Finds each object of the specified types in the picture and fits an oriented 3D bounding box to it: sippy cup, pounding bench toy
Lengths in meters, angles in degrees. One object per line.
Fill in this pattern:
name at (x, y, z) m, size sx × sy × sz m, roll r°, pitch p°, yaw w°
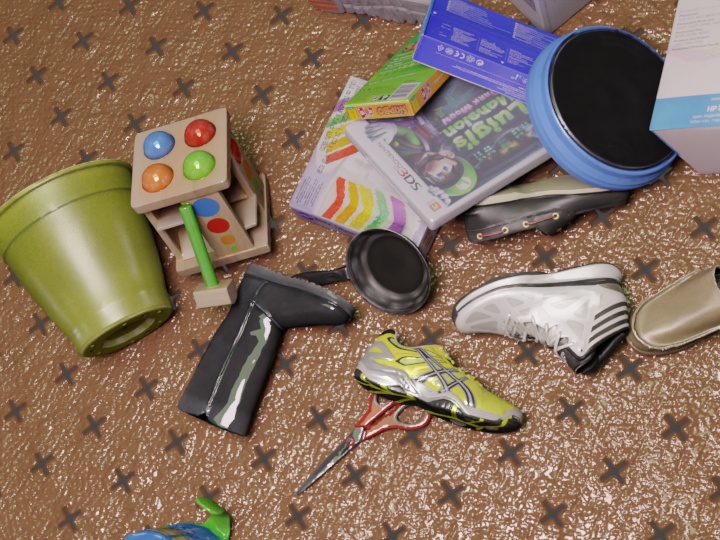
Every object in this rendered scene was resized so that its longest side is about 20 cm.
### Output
sippy cup at (-0.223, 0.350, 1.338) m, size 0.139 × 0.130 × 0.178 m, roll -5°, pitch 71°, yaw 14°
pounding bench toy at (-0.194, -0.072, 1.419) m, size 0.124 × 0.156 × 0.200 m, roll -15°, pitch 50°, yaw 11°

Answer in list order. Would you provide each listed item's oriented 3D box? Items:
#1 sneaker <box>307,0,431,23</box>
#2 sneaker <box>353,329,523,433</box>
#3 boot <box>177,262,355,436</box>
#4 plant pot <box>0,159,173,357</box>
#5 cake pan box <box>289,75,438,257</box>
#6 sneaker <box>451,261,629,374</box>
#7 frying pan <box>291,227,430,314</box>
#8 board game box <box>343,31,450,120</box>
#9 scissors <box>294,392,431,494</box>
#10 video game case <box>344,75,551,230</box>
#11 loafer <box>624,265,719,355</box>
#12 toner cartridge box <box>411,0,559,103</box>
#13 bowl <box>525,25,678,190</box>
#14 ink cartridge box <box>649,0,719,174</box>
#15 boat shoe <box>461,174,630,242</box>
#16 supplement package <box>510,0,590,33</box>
sneaker at (0.027, -0.392, 1.530) m, size 0.200 × 0.078 × 0.112 m, roll 14°, pitch 78°, yaw 20°
sneaker at (0.095, 0.127, 1.342) m, size 0.200 × 0.075 × 0.077 m, roll 21°, pitch 73°, yaw 10°
boot at (-0.113, 0.106, 1.415) m, size 0.165 × 0.066 × 0.200 m, roll 17°, pitch 72°, yaw 33°
plant pot at (-0.333, -0.003, 1.464) m, size 0.200 × 0.200 × 0.193 m, roll -30°, pitch 79°, yaw 5°
cake pan box at (0.034, -0.131, 1.461) m, size 0.184 × 0.052 × 0.200 m, roll 23°, pitch 79°, yaw 19°
sneaker at (0.205, 0.064, 1.323) m, size 0.200 × 0.076 × 0.116 m, roll -13°, pitch 55°, yaw 10°
frying pan at (0.011, 0.013, 1.425) m, size 0.190 × 0.031 × 0.115 m, roll -31°, pitch 97°, yaw 41°
board game box at (0.069, -0.246, 1.439) m, size 0.095 × 0.030 × 0.200 m, roll 1°, pitch 39°, yaw 37°
scissors at (-0.005, 0.190, 1.392) m, size 0.200 × 0.014 × 0.073 m, roll -30°, pitch 70°, yaw 6°
video game case at (0.112, -0.159, 1.395) m, size 0.200 × 0.023 × 0.182 m, roll -32°, pitch 59°, yaw -15°
loafer at (0.385, 0.030, 1.298) m, size 0.200 × 0.067 × 0.076 m, roll -27°, pitch 68°, yaw 6°
toner cartridge box at (0.168, -0.260, 1.406) m, size 0.200 × 0.043 × 0.095 m, roll 21°, pitch 48°, yaw -4°
bowl at (0.288, -0.192, 1.354) m, size 0.200 × 0.039 × 0.201 m, roll 7°, pitch 69°, yaw -19°
ink cartridge box at (0.427, -0.225, 1.313) m, size 0.125 × 0.128 × 0.200 m, roll 3°, pitch 73°, yaw 45°
boat shoe at (0.220, -0.075, 1.385) m, size 0.201 × 0.074 × 0.063 m, roll -9°, pitch 105°, yaw 4°
supplement package at (0.250, -0.429, 1.437) m, size 0.200 × 0.152 × 0.151 m, roll -39°, pitch 67°, yaw 1°
